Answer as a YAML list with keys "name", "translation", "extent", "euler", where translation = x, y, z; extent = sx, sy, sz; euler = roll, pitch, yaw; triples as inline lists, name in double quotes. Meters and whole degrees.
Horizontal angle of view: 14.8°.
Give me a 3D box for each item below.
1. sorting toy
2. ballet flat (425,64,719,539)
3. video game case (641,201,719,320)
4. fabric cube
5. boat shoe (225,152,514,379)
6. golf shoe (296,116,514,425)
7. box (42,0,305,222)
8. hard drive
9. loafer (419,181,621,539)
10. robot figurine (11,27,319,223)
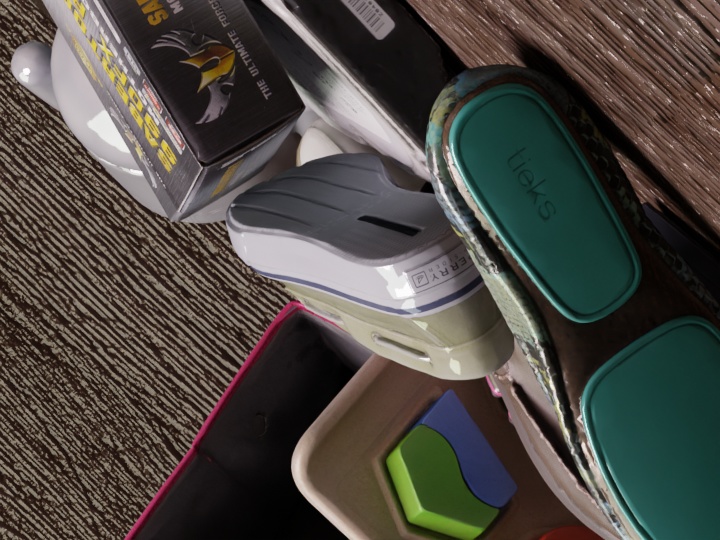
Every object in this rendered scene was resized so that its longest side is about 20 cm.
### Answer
- name: "sorting toy"
  translation: [0.088, 0.094, 1.253]
  extent: [0.200, 0.185, 0.036]
  euler: [46, 145, -5]
- name: "ballet flat"
  translation: [0.084, 0.017, 0.938]
  extent: [0.200, 0.074, 0.074]
  euler: [64, 173, -11]
- name: "video game case"
  translation: [0.169, 0.057, 1.012]
  extent: [0.143, 0.019, 0.200]
  euler: [42, 175, 27]
- name: "fabric cube"
  translation: [0.009, 0.167, 1.510]
  extent: [0.196, 0.200, 0.199]
  euler: [32, 173, 22]
- name: "boat shoe"
  translation: [0.000, 0.000, 1.108]
  extent: [0.062, 0.072, 0.200]
  euler: [68, 166, -18]
- name: "golf shoe"
  translation: [0.054, -0.011, 1.217]
  extent: [0.200, 0.073, 0.092]
  euler: [42, 151, 15]
- name: "box"
  translation: [-0.100, -0.124, 1.103]
  extent: [0.200, 0.048, 0.158]
  euler: [60, 169, 1]
- name: "hard drive"
  translation: [-0.020, -0.101, 1.124]
  extent: [0.140, 0.038, 0.200]
  euler: [46, 177, -24]
- name: "loafer"
  translation: [0.082, 0.033, 1.112]
  extent: [0.200, 0.073, 0.071]
  euler: [51, 175, 18]
- name: "robot figurine"
  translation: [-0.091, -0.093, 1.427]
  extent: [0.169, 0.113, 0.200]
  euler: [3, 166, 12]
